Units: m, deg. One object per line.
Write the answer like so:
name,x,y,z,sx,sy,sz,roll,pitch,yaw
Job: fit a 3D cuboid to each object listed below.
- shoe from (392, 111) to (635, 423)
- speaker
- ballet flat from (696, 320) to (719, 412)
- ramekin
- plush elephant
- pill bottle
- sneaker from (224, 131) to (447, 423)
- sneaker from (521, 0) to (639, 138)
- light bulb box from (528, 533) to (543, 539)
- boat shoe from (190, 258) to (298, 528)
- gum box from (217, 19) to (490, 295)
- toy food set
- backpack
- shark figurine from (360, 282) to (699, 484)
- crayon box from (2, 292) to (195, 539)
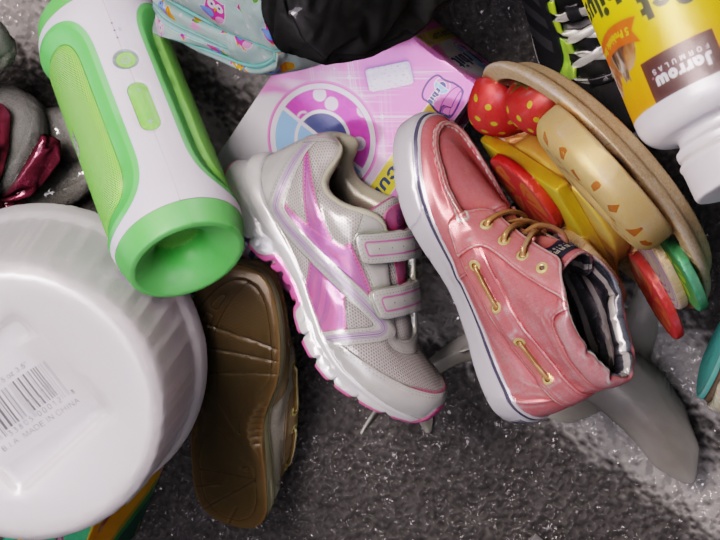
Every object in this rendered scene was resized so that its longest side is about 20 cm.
shoe,0.094,-0.012,1.280,0.091,0.071,0.201,-24,86,43
speaker,-0.137,-0.084,1.315,0.088,0.088,0.200,-37,56,21
ballet flat,0.248,0.030,1.284,0.062,0.200,0.068,12,65,5
ramekin,-0.200,0.068,1.321,0.200,0.098,0.201,2,108,6
plush elephant,-0.255,-0.048,1.414,0.200,0.165,0.155,-20,54,35
pill bottle,0.189,-0.144,1.218,0.109,0.109,0.201,-25,79,21
sneaker,0.000,0.000,1.316,0.088,0.081,0.200,-33,90,23
sneaker,0.124,-0.168,1.314,0.072,0.083,0.201,-19,96,20
light bulb box,0.075,0.303,1.370,0.125,0.200,0.198,41,111,6
boat shoe,-0.076,0.073,1.418,0.074,0.066,0.201,15,122,14
gum box,-0.015,-0.079,1.385,0.113,0.066,0.200,38,110,7
toy food set,0.138,-0.043,1.286,0.049,0.200,0.198,-42,130,-9
backpack,-0.053,-0.189,1.262,0.200,0.167,0.127,23,122,42
shark figurine,0.113,0.065,1.369,0.214,0.089,0.129,8,103,14
crayon box,-0.165,0.102,1.445,0.058,0.119,0.200,26,108,10
